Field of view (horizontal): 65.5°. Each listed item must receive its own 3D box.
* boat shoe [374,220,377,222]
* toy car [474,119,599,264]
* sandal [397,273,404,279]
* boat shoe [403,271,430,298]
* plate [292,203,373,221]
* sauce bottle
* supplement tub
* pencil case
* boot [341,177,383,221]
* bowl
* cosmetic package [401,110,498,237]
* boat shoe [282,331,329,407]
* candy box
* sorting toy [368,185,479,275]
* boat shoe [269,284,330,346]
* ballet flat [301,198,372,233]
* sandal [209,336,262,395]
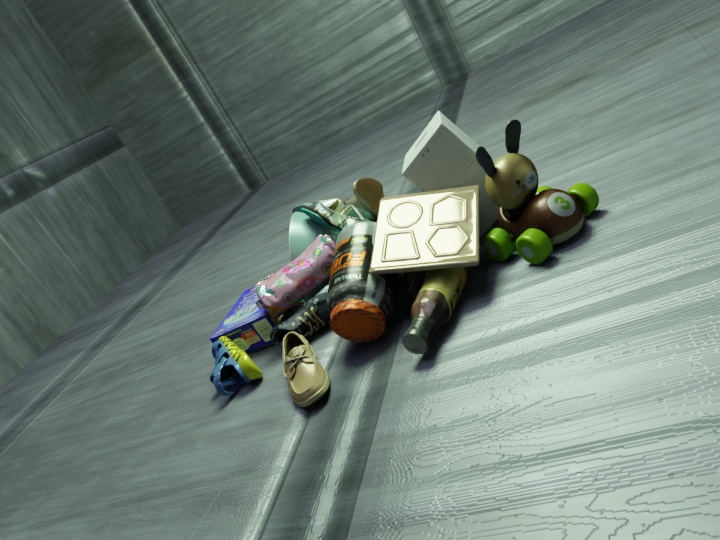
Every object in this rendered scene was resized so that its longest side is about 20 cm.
[{"bbox_3d":[0.020,-0.078,1.367,0.198,0.072,0.076,-22,6,8],"label":"boat shoe"},{"bbox_3d":[0.269,-0.141,0.929,0.164,0.201,0.157,-39,21,-21],"label":"toy car"},{"bbox_3d":[0.095,-0.040,1.160,0.079,0.058,0.201,-10,28,42],"label":"sandal"},{"bbox_3d":[0.099,-0.046,1.040,0.072,0.059,0.202,142,141,-62],"label":"boat shoe"},{"bbox_3d":[-0.067,-0.124,1.350,0.199,0.199,0.026,-6,75,49],"label":"plate"},{"bbox_3d":[0.119,0.054,0.897,0.066,0.066,0.201,-15,27,38],"label":"sauce bottle"},{"bbox_3d":[0.004,0.019,1.011,0.121,0.123,0.202,-21,41,27],"label":"supplement tub"},{"bbox_3d":[-0.124,0.012,1.137,0.199,0.088,0.087,-37,20,-3],"label":"pencil case"},{"bbox_3d":[0.002,-0.162,1.346,0.145,0.199,0.071,-3,73,40],"label":"boot"},{"bbox_3d":[-0.086,-0.038,1.266,0.104,0.203,0.201,-7,25,9],"label":"bowl"},{"bbox_3d":[0.196,-0.196,1.115,0.123,0.199,0.200,-51,8,21],"label":"cosmetic package"},{"bbox_3d":[-0.105,0.165,0.960,0.071,0.065,0.200,-33,20,-5],"label":"boat shoe"},{"bbox_3d":[-0.224,0.098,1.277,0.168,0.077,0.201,-23,23,26],"label":"candy box"},{"bbox_3d":[0.114,-0.067,0.969,0.183,0.037,0.201,-5,46,18],"label":"sorting toy"},{"bbox_3d":[-0.094,0.096,1.111,0.199,0.071,0.091,-25,20,38],"label":"boat shoe"},{"bbox_3d":[-0.044,-0.111,1.160,0.074,0.075,0.199,-39,49,-20],"label":"ballet flat"},{"bbox_3d":[-0.272,0.193,1.130,0.087,0.080,0.199,-42,21,-17],"label":"sandal"}]
